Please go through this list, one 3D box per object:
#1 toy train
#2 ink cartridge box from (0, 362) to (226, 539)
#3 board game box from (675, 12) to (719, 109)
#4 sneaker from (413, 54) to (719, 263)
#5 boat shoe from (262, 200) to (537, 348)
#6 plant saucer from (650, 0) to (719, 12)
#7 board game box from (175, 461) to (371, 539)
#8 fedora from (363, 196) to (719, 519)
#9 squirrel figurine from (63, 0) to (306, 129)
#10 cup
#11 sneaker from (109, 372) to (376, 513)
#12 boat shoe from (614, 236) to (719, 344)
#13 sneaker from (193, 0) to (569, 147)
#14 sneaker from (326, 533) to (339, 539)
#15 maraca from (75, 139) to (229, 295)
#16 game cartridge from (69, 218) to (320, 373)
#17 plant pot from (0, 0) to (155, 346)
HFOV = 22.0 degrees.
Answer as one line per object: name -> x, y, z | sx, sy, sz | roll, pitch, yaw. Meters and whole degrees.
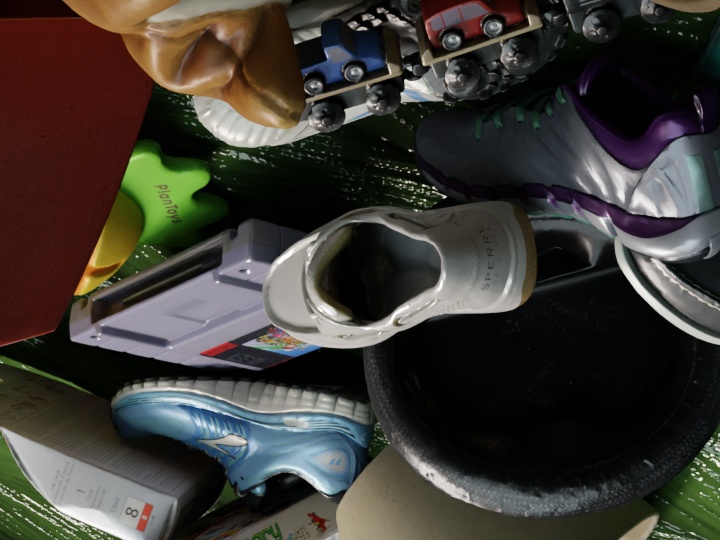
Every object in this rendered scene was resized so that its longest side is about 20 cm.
toy train -> 0.049, -0.110, 0.842 | 0.198, 0.034, 0.046 | -17, 130, 10
ink cartridge box -> -0.202, 0.126, 1.290 | 0.198, 0.051, 0.162 | 18, -172, 7
board game box -> 0.246, -0.057, 0.856 | 0.199, 0.028, 0.136 | 24, 146, 4
sneaker -> 0.101, -0.072, 0.887 | 0.199, 0.074, 0.088 | 18, 132, 43
boat shoe -> 0.000, 0.000, 0.931 | 0.069, 0.071, 0.199 | -4, 173, -37
plant saucer -> 0.076, -0.179, 0.726 | 0.200, 0.030, 0.200 | 42, 176, 4
board game box -> -0.091, 0.188, 1.263 | 0.126, 0.199, 0.035 | -18, 93, 45
fedora -> 0.104, 0.040, 1.002 | 0.199, 0.202, 0.092 | 16, 180, 14
squirrel figurine -> -0.129, -0.163, 0.832 | 0.186, 0.143, 0.200 | 10, -172, -36
cup -> 0.068, 0.172, 1.160 | 0.143, 0.200, 0.201 | 46, 150, 16
sneaker -> -0.084, 0.114, 1.222 | 0.199, 0.091, 0.078 | 3, -179, 31
boat shoe -> 0.223, 0.011, 0.920 | 0.199, 0.076, 0.060 | 20, 159, -13
sneaker -> 0.010, -0.113, 0.915 | 0.198, 0.073, 0.072 | -12, 115, 24
sneaker -> 0.032, 0.238, 1.343 | 0.146, 0.081, 0.200 | 33, 151, -21
maraca -> -0.180, -0.036, 1.100 | 0.198, 0.108, 0.137 | -7, 155, 7
game cartridge -> -0.072, 0.022, 1.120 | 0.129, 0.039, 0.199 | 19, 154, -34
plant pot -> -0.236, -0.056, 0.954 | 0.198, 0.200, 0.178 | 11, 102, 23
